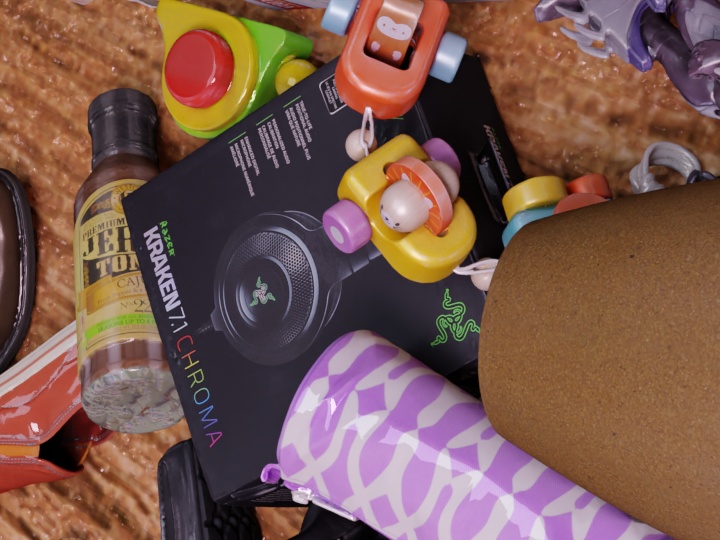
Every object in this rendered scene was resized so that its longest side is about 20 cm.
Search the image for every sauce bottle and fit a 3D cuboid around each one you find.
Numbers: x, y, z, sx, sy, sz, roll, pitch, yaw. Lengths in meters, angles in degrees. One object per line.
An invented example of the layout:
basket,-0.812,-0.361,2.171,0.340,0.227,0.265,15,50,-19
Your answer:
sauce bottle,-0.126,-0.011,1.095,0.064,0.065,0.201,-32,50,28

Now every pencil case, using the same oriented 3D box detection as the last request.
pencil case,0.050,0.105,0.875,0.199,0.084,0.086,31,79,24

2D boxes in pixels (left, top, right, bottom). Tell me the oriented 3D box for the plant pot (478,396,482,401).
plant pot,0.117,0.133,0.905,0.198,0.027,0.202,-5,77,23

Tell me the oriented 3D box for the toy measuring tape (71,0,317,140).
toy measuring tape,-0.102,-0.113,1.114,0.199,0.073,0.074,19,95,35

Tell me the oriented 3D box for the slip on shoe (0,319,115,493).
slip on shoe,-0.188,0.096,1.147,0.199,0.074,0.062,-38,67,20

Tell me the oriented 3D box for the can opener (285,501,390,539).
can opener,-0.022,0.147,0.949,0.063,0.200,0.079,20,105,19

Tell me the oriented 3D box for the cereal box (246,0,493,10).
cereal box,-0.007,-0.165,1.008,0.198,0.143,0.040,3,86,34

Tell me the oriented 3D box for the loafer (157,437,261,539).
loafer,-0.085,0.191,1.061,0.070,0.068,0.203,-15,79,24

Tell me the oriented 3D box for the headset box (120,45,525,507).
headset box,0.000,0.000,1.012,0.199,0.092,0.176,-29,69,28

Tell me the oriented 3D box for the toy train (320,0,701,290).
toy train,0.063,-0.059,0.918,0.199,0.056,0.151,26,64,0

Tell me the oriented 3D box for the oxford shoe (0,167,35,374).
oxford shoe,-0.249,0.034,1.188,0.072,0.084,0.202,20,94,37

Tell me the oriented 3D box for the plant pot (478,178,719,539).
plant pot,0.153,0.039,0.798,0.198,0.186,0.189,8,88,27

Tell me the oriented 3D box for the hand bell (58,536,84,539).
hand bell,-0.166,0.247,1.113,0.103,0.104,0.202,-15,64,32

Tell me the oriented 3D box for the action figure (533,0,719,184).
action figure,0.162,-0.083,0.894,0.069,0.131,0.200,-28,60,-16
